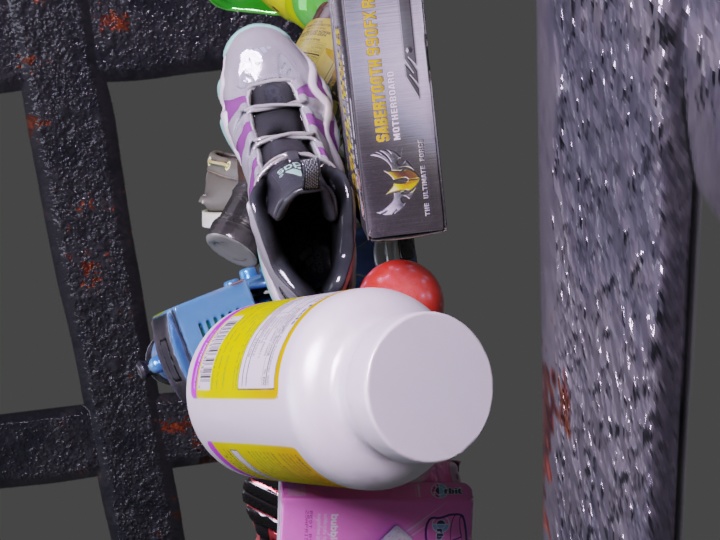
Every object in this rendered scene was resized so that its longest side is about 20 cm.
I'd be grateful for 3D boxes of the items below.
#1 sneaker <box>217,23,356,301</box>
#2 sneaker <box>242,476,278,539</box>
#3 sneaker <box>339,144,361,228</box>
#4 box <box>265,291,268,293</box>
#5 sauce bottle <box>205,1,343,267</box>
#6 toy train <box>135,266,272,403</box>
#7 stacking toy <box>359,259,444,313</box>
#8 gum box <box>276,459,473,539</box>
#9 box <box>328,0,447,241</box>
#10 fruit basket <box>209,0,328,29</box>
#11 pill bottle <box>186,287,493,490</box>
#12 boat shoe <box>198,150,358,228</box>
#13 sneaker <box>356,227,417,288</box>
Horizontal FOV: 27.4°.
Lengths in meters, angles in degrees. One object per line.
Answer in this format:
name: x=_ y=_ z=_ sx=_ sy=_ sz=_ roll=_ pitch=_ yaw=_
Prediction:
sneaker: x=-0.039 y=-0.067 z=0.909 sx=0.140 sy=0.077 sz=0.201 roll=133 pitch=121 yaw=-84
sneaker: x=-0.039 y=0.171 z=1.084 sx=0.087 sy=0.073 sz=0.201 roll=-50 pitch=-18 yaw=-45
sneaker: x=-0.023 y=-0.078 z=1.165 sx=0.075 sy=0.076 sz=0.201 roll=-41 pitch=-40 yaw=-52
box: x=-0.059 y=0.031 z=1.235 sx=0.200 sy=0.038 sz=0.042 roll=178 pitch=80 yaw=-78
sauce bottle: x=-0.044 y=-0.094 z=1.026 sx=0.065 sy=0.064 sz=0.201 roll=91 pitch=-156 yaw=-67
toy train: x=-0.101 y=0.050 z=1.089 sx=0.200 sy=0.114 sz=0.087 roll=-19 pitch=90 yaw=69
stacking toy: x=0.016 y=0.049 z=0.969 sx=0.200 sy=0.085 sz=0.086 roll=102 pitch=162 yaw=-63
gum box: x=0.004 y=0.208 z=0.904 sx=0.066 sy=0.113 sz=0.201 roll=-106 pitch=17 yaw=-74
box: x=0.010 y=-0.128 z=0.898 sx=0.158 sy=0.048 sz=0.201 roll=-116 pitch=19 yaw=-79
fruit basket: x=-0.058 y=-0.263 z=1.148 sx=0.216 sy=0.155 sz=0.217 roll=7 pitch=-90 yaw=-82
pill bottle: x=-0.013 y=0.064 z=0.793 sx=0.200 sy=0.104 sz=0.105 roll=-9 pitch=88 yaw=62
boat shoe: x=-0.046 y=-0.063 z=1.087 sx=0.201 sy=0.072 sz=0.061 roll=0 pitch=94 yaw=44
sneaker: x=0.000 y=0.000 z=1.100 sx=0.200 sy=0.077 sz=0.076 roll=92 pitch=169 yaw=-79
